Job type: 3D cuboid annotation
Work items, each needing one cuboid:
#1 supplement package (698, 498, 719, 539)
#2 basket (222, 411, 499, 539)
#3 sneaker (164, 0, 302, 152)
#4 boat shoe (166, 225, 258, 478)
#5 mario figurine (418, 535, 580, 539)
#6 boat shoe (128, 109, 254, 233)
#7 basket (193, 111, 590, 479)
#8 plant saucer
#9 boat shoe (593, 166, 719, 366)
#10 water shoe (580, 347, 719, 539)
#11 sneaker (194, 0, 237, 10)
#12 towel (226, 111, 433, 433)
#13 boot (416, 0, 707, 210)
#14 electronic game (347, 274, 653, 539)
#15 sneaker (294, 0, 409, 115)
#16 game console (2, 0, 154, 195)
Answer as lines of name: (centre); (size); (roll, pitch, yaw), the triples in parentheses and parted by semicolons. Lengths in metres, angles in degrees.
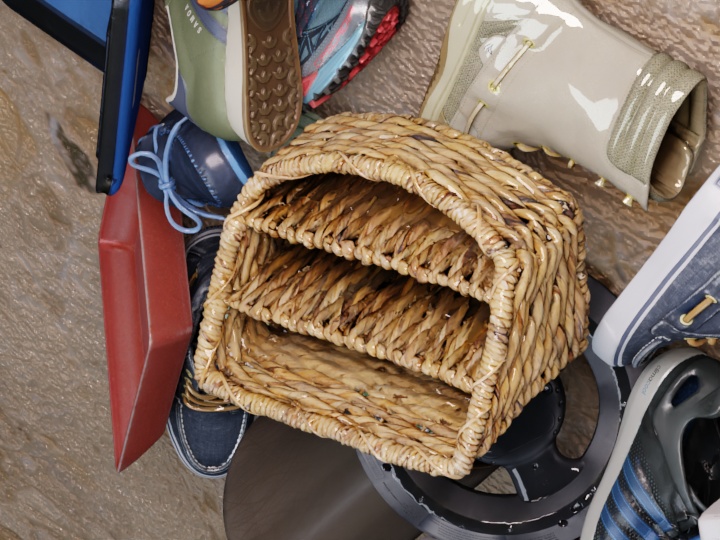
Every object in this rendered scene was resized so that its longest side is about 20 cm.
supplement package: (0.292, 0.222, 1.558); (0.117, 0.117, 0.200); (-6, 101, 31)
basket: (0.015, 0.123, 1.784); (0.136, 0.180, 0.200); (36, 141, -12)
sneaker: (-0.081, -0.174, 1.524); (0.090, 0.067, 0.200); (15, 109, 40)
boat shoe: (-0.106, 0.075, 1.836); (0.071, 0.091, 0.200); (0, 116, -4)
mario figurine: (0.110, 0.215, 1.769); (0.106, 0.200, 0.124); (-35, 80, 25)
boat shoe: (-0.108, -0.062, 1.670); (0.084, 0.069, 0.200); (64, 176, -6)
basket: (0.013, 0.005, 1.485); (0.200, 0.149, 0.143); (20, 133, 31)
plant saucer: (-0.151, 0.012, 1.823); (0.037, 0.200, 0.200); (0, 149, -12)
boat shoe: (0.207, 0.019, 1.509); (0.091, 0.071, 0.200); (40, 147, 8)
water shoe: (0.191, 0.149, 1.612); (0.079, 0.071, 0.200); (33, 120, 51)
sneaker: (-0.030, -0.190, 1.412); (0.112, 0.200, 0.078); (-33, 61, 38)
towel: (0.000, 0.000, 1.632); (0.200, 0.023, 0.153); (29, 104, 35)
boot: (0.116, -0.079, 1.492); (0.155, 0.072, 0.200); (34, 144, 16)
electronic game: (0.091, 0.085, 1.651); (0.200, 0.200, 0.042); (43, -169, -5)
sneaker: (-0.050, -0.145, 1.583); (0.096, 0.079, 0.200); (48, 147, -10)
game console: (-0.190, -0.176, 1.647); (0.118, 0.171, 0.200); (9, 141, -2)
